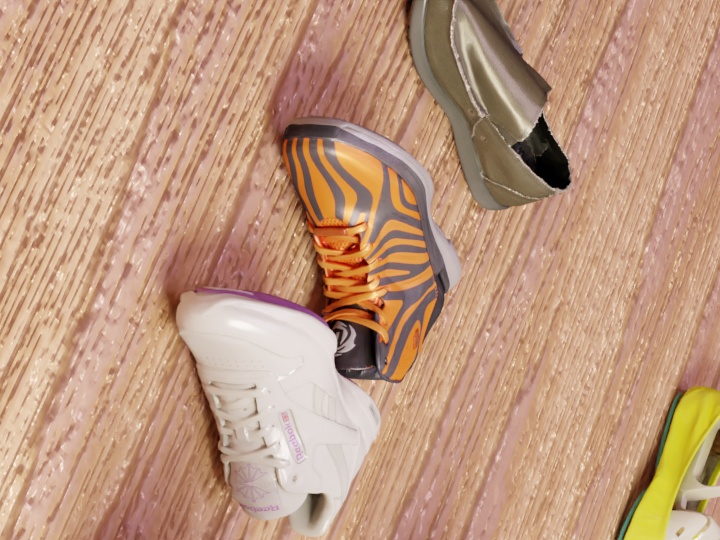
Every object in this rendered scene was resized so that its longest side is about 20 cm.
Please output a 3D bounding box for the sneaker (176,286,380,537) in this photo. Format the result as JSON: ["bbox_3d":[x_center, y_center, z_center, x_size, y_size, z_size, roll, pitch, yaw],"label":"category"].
[{"bbox_3d":[-0.047,0.080,1.563,0.200,0.075,0.100,52,50,-50],"label":"sneaker"}]

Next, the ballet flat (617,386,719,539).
[{"bbox_3d":[0.243,0.172,2.078,0.200,0.067,0.067,-65,145,-29],"label":"ballet flat"}]

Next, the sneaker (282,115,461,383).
[{"bbox_3d":[0.000,0.000,1.630,0.200,0.078,0.112,53,49,-49],"label":"sneaker"}]

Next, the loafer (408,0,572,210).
[{"bbox_3d":[0.089,-0.120,1.769,0.075,0.070,0.200,-61,142,-34],"label":"loafer"}]
